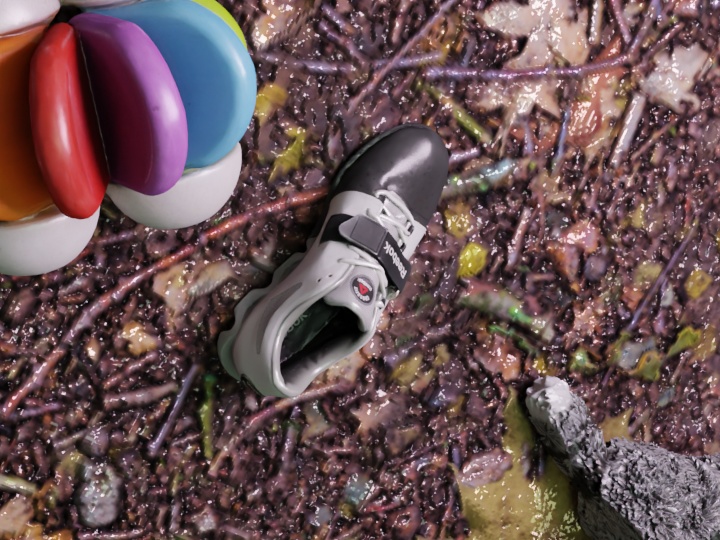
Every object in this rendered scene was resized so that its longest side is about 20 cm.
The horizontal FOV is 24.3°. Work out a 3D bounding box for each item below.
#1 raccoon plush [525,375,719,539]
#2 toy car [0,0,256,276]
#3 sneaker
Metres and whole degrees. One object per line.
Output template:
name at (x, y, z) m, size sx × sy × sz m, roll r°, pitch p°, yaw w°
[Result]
raccoon plush at (0.218, 0.129, 1.177) m, size 0.134 × 0.096 × 0.201 m, roll -38°, pitch 117°, yaw -20°
toy car at (-0.143, -0.090, 0.901) m, size 0.198 × 0.150 × 0.177 m, roll -18°, pitch 111°, yaw -20°
sneaker at (0.000, 0.000, 1.033) m, size 0.074 × 0.088 × 0.201 m, roll 39°, pitch 85°, yaw -27°
